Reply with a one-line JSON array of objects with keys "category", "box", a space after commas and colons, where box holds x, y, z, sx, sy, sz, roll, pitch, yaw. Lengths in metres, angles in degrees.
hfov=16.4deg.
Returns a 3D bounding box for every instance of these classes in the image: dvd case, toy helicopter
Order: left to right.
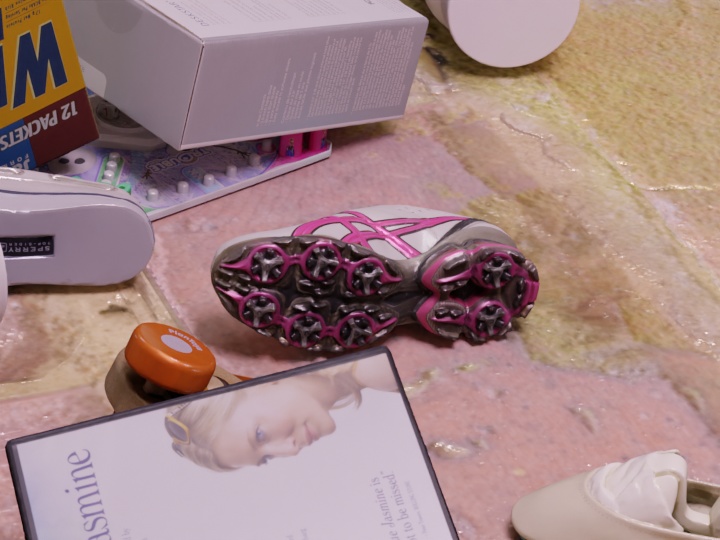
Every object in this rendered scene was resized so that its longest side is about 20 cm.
[{"category": "dvd case", "box": [-0.062, 0.116, 1.204, 0.200, 0.018, 0.143, -14, 52, -8]}, {"category": "toy helicopter", "box": [-0.042, 0.096, 1.317, 0.200, 0.079, 0.132, 30, 16, 9]}]

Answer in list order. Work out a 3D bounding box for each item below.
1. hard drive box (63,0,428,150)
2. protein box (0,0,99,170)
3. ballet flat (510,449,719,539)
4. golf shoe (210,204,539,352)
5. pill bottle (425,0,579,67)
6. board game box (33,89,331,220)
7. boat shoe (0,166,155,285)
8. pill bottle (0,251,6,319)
[{"category": "hard drive box", "box": [-0.083, -0.154, 1.620, 0.200, 0.077, 0.156, -10, 35, -43]}, {"category": "protein box", "box": [-0.281, -0.175, 1.535, 0.135, 0.199, 0.200, -28, 47, -17]}, {"category": "ballet flat", "box": [0.180, 0.126, 1.306, 0.200, 0.070, 0.069, 10, 33, 6]}, {"category": "golf shoe", "box": [0.000, 0.000, 1.470, 0.200, 0.073, 0.092, 2, 26, -25]}, {"category": "pill bottle", "box": [0.093, -0.235, 1.798, 0.116, 0.116, 0.200, 0, 33, -9]}, {"category": "board game box", "box": [-0.154, -0.103, 1.637, 0.200, 0.026, 0.200, -21, 42, -36]}, {"category": "boat shoe", "box": [-0.224, -0.031, 1.482, 0.200, 0.071, 0.070, 0, 22, -12]}, {"category": "pill bottle", "box": [-0.298, 0.017, 1.334, 0.200, 0.114, 0.114, -20, 41, -35]}]
